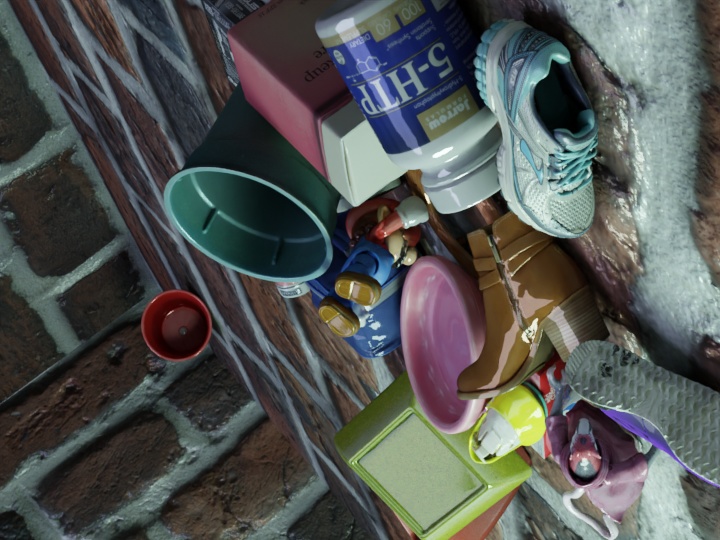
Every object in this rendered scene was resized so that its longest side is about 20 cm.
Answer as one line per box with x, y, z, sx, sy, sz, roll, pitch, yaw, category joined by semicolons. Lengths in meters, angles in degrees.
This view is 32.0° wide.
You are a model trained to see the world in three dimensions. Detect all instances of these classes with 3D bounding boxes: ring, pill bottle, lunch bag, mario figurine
0.113;-0.058;1.346;0.201;0.019;0.201;51;166;18;ring
0.057;-0.158;1.093;0.201;0.119;0.119;58;165;-17;pill bottle
0.000;0.000;1.607;0.200;0.135;0.133;35;156;55;lunch bag
0.027;-0.007;1.409;0.122;0.201;0.107;-15;118;28;mario figurine

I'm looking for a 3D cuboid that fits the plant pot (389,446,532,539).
0.117;0.261;1.747;0.201;0.175;0.200;55;165;-9;plant pot

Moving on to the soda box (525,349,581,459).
0.202;0.127;1.395;0.070;0.063;0.201;45;163;32;soda box

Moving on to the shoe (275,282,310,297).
-0.080;-0.054;1.729;0.201;0.070;0.092;-67;-36;-55;shoe

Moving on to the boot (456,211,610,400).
0.142;0.033;1.251;0.199;0.073;0.156;-33;85;38;boot

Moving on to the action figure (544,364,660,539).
0.226;0.190;1.276;0.133;0.150;0.200;29;-175;19;action figure

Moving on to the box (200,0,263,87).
-0.114;-0.254;1.564;0.200;0.050;0.159;45;162;33;box

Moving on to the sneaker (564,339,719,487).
0.286;0.132;1.148;0.199;0.070;0.099;35;179;28;sneaker

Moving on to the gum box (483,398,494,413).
0.123;0.108;1.594;0.199;0.066;0.114;31;152;56;gum box

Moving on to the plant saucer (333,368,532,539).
0.079;0.242;1.565;0.200;0.048;0.200;45;126;0;plant saucer

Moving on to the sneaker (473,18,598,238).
0.153;-0.101;1.007;0.086;0.077;0.202;28;151;52;sneaker

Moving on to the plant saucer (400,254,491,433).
0.105;0.082;1.432;0.200;0.050;0.204;172;90;-70;plant saucer

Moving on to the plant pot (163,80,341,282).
-0.094;-0.126;1.413;0.197;0.198;0.201;15;150;9;plant pot

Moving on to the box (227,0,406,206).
-0.023;-0.187;1.270;0.200;0.127;0.110;45;162;31;box

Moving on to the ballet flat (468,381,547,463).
0.157;0.179;1.394;0.067;0.067;0.200;48;164;10;ballet flat

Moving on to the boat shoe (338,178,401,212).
-0.018;-0.115;1.531;0.200;0.069;0.072;-2;111;66;boat shoe

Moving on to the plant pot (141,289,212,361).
-0.507;0.161;3.534;0.201;0.199;0.177;52;174;5;plant pot
